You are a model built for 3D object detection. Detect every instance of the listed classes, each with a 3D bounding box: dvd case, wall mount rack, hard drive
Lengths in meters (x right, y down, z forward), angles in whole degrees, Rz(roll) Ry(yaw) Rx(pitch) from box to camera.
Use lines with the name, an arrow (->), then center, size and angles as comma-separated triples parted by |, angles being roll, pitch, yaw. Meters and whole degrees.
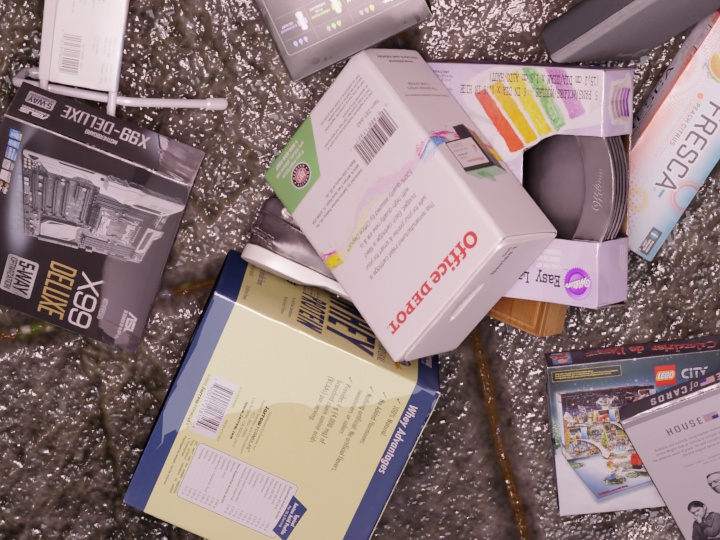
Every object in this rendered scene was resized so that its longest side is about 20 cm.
dvd case -> 0.319, 0.161, 1.572 | 0.149, 0.025, 0.201 | -22, 124, 15
wall mount rack -> -0.188, -0.198, 1.521 | 0.172, 0.075, 0.202 | 10, 107, 2
hard drive -> 0.249, -0.219, 1.432 | 0.199, 0.139, 0.033 | -31, 78, 36

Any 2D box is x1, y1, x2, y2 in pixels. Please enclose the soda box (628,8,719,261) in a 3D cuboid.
soda box -> 0.260, -0.113, 1.534 | 0.068, 0.064, 0.201 | 31, 105, -7

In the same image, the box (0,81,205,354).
box -> -0.227, -0.039, 1.535 | 0.156, 0.050, 0.201 | 21, 131, -4

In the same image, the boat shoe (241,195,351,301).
boat shoe -> 0.000, 0.000, 1.570 | 0.198, 0.074, 0.061 | 23, 86, -10

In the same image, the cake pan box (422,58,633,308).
cake pan box -> 0.127, -0.071, 1.490 | 0.199, 0.052, 0.186 | 9, 103, 39

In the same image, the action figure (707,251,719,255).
action figure -> 0.380, 0.031, 1.545 | 0.200, 0.102, 0.119 | 42, 60, -14

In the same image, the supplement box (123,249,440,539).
supplement box -> -0.062, 0.125, 1.571 | 0.198, 0.134, 0.202 | 24, 105, -5

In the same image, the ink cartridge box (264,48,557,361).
ink cartridge box -> 0.037, -0.052, 1.481 | 0.145, 0.084, 0.201 | -50, 64, 30

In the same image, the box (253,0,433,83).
box -> -0.038, -0.268, 1.454 | 0.123, 0.149, 0.201 | -24, 104, 7

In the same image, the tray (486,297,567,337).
tray -> 0.136, -0.058, 1.539 | 0.098, 0.037, 0.202 | 23, 110, 37

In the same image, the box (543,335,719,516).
box -> 0.261, 0.131, 1.614 | 0.198, 0.038, 0.138 | -6, 106, 3
